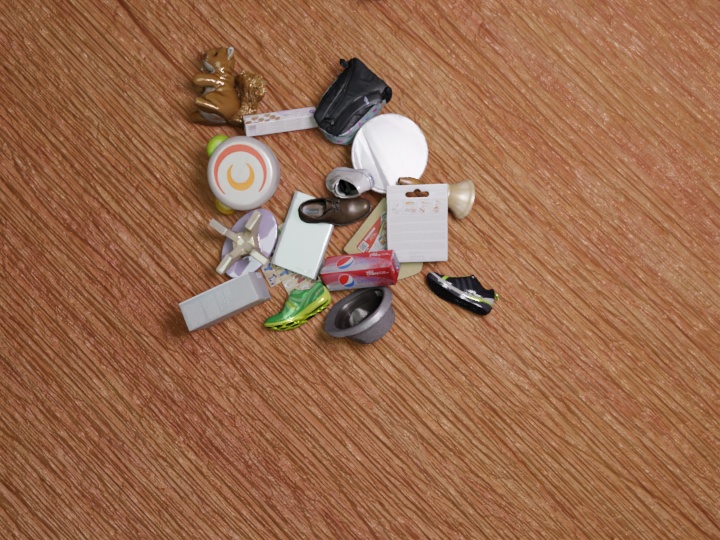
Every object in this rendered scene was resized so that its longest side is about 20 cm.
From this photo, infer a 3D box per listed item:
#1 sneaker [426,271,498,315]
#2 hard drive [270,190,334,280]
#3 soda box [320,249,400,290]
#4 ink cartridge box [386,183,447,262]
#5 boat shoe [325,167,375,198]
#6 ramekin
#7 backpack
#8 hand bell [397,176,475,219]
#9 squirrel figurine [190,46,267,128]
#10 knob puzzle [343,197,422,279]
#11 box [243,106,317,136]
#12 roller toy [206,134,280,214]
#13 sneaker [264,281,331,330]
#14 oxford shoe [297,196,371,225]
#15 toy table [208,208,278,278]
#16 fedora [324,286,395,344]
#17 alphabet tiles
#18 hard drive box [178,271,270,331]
[{"bbox_3d":[0.268,0.045,1.659,0.197,0.072,0.084,28,67,2],"label":"sneaker"},{"bbox_3d":[-0.146,-0.094,1.683,0.129,0.026,0.205,19,87,0],"label":"hard drive"},{"bbox_3d":[0.000,0.000,1.619,0.195,0.071,0.064,-6,130,24],"label":"soda box"},{"bbox_3d":[0.143,-0.123,1.606,0.157,0.050,0.205,-2,109,3],"label":"ink cartridge box"},{"bbox_3d":[-0.043,-0.220,1.604,0.065,0.198,0.075,-39,109,-26],"label":"boat shoe"},{"bbox_3d":[0.073,-0.298,1.639,0.196,0.094,0.209,0,93,-2],"label":"ramekin"},{"bbox_3d":[-0.026,-0.425,1.636,0.166,0.126,0.201,42,92,18],"label":"backpack"},{"bbox_3d":[0.182,-0.203,1.595,0.195,0.104,0.107,11,90,-24],"label":"hand bell"},{"bbox_3d":[-0.348,-0.487,1.667,0.195,0.141,0.192,11,80,-11],"label":"squirrel figurine"},{"bbox_3d":[0.084,-0.064,1.673,0.213,0.031,0.226,0,103,2],"label":"knob puzzle"},{"bbox_3d":[-0.209,-0.392,1.656,0.195,0.042,0.039,-12,52,-13],"label":"box"},{"bbox_3d":[-0.301,-0.251,1.643,0.177,0.140,0.206,-3,98,-2],"label":"roller toy"},{"bbox_3d":[-0.169,0.097,1.673,0.197,0.074,0.085,-29,64,10],"label":"sneaker"},{"bbox_3d":[-0.066,-0.157,1.632,0.194,0.084,0.075,-7,85,-3],"label":"oxford shoe"},{"bbox_3d":[-0.303,-0.074,1.647,0.180,0.117,0.204,23,91,5],"label":"toy table"},{"bbox_3d":[0.012,0.127,1.627,0.197,0.178,0.091,-27,117,19],"label":"fedora"},{"bbox_3d":[-0.188,-0.025,1.701,0.165,0.008,0.203,-29,88,2],"label":"alphabet tiles"},{"bbox_3d":[-0.347,0.080,1.635,0.196,0.156,0.078,-24,87,2],"label":"hard drive box"}]
